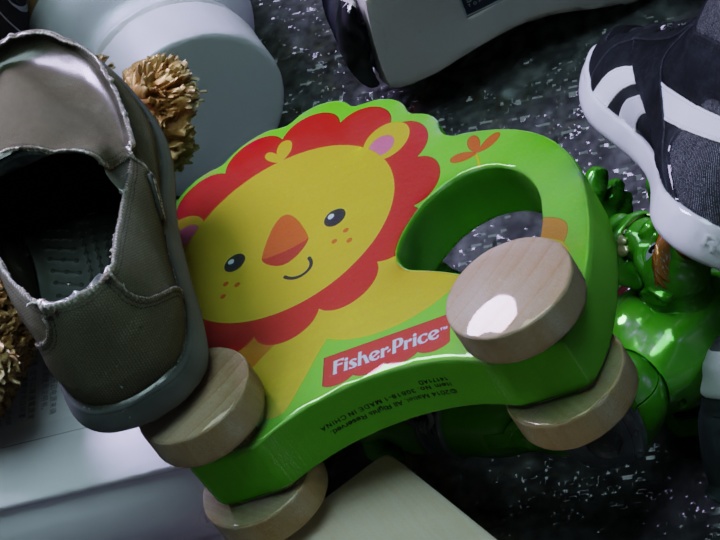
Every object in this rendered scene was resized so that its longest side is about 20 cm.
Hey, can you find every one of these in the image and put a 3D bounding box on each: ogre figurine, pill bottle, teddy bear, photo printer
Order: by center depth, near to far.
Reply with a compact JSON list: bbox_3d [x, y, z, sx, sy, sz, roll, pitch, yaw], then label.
[{"bbox_3d":[0.104,0.018,0.817,0.200,0.098,0.120,-16,20,-36],"label":"ogre figurine"},{"bbox_3d":[-0.144,-0.022,0.871,0.200,0.067,0.145,-47,43,-16],"label":"teddy bear"},{"bbox_3d":[-0.114,0.052,0.895,0.200,0.069,0.166,-15,46,10],"label":"photo printer"},{"bbox_3d":[-0.117,-0.127,1.031,0.114,0.114,0.200,-31,45,-5],"label":"pill bottle"}]

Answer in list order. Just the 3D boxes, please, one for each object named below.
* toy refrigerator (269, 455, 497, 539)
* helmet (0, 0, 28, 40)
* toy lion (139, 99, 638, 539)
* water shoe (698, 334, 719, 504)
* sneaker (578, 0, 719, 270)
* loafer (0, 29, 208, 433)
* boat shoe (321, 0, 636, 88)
[{"bbox_3d":[0.049,0.155,0.730,0.076,0.070,0.200,-36,45,-20],"label":"toy refrigerator"},{"bbox_3d":[-0.247,-0.123,0.955,0.200,0.200,0.191,-32,0,-6],"label":"helmet"},{"bbox_3d":[0.000,0.000,0.793,0.200,0.069,0.192,-19,39,21],"label":"toy lion"},{"bbox_3d":[0.221,0.060,0.750,0.200,0.079,0.072,2,5,4],"label":"water shoe"},{"bbox_3d":[0.144,-0.083,0.789,0.073,0.112,0.200,15,22,-13],"label":"sneaker"},{"bbox_3d":[-0.107,-0.032,0.771,0.075,0.070,0.200,-28,47,-1],"label":"loafer"},{"bbox_3d":[0.070,-0.159,1.011,0.200,0.075,0.093,-21,31,-9],"label":"boat shoe"}]
